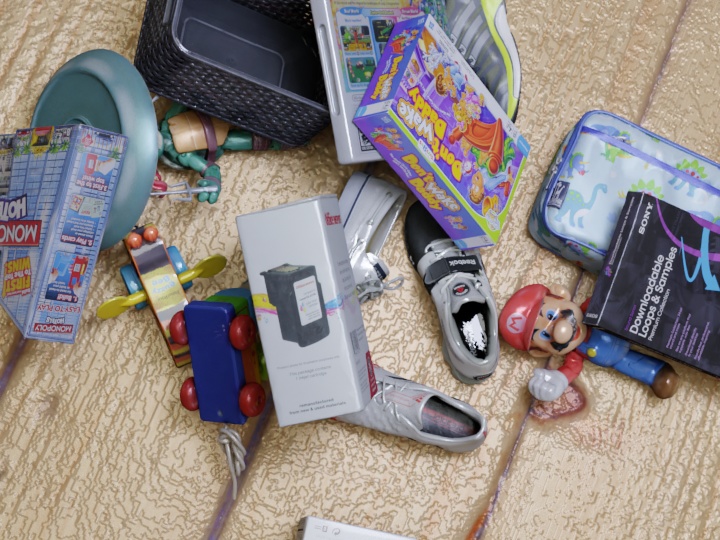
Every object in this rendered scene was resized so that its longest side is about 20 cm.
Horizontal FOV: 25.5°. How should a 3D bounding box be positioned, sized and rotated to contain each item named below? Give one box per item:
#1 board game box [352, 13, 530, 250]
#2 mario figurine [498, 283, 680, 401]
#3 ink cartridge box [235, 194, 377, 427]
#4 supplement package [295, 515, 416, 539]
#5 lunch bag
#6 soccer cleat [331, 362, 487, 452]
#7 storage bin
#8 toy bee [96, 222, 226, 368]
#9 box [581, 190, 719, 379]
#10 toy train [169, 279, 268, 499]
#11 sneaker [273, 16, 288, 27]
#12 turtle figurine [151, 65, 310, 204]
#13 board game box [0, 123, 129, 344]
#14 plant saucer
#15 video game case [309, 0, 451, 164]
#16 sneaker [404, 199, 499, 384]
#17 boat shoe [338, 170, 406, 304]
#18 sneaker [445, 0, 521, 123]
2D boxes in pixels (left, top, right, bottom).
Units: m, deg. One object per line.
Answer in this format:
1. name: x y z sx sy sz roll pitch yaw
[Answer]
1. board game box: 0.085 -0.135 1.580 0.200 0.045 0.135 47 50 -34
2. mario figurine: 0.238 0.072 1.615 0.200 0.106 0.124 14 58 -9
3. ink cartridge box: -0.048 0.034 1.501 0.083 0.146 0.200 -12 91 7
4. supplement package: -0.023 0.347 1.535 0.109 0.114 0.200 12 80 -3
5. lunch bag: 0.288 -0.068 1.664 0.200 0.082 0.161 27 75 -2
6. soccer cleat: 0.035 0.133 1.594 0.200 0.085 0.069 20 78 -3
7. storage bin: -0.107 -0.223 1.561 0.200 0.094 0.135 20 63 -26
8. toy bee: -0.213 0.001 1.578 0.200 0.109 0.131 44 79 2
9. box: 0.332 0.021 1.598 0.200 0.036 0.143 21 85 -20
10. toy train: -0.115 0.112 1.578 0.085 0.116 0.200 3 111 27
11. sneaker: -0.077 -0.316 1.660 0.076 0.088 0.200 24 78 -2
12. turtle figurine: -0.158 -0.146 1.616 0.200 0.101 0.150 -19 97 -25
13. board game box: -0.317 -0.033 1.526 0.062 0.200 0.200 12 82 -46
14. plant saucer: -0.271 -0.118 1.560 0.027 0.200 0.200 0 77 -46
15. video game case: 0.031 -0.203 1.584 0.200 0.024 0.182 -11 91 -50
16. sneaker: 0.102 0.013 1.624 0.074 0.089 0.200 -19 81 -8
17. boat shoe: 0.001 0.001 1.617 0.086 0.075 0.202 18 71 14
18. sneaker: 0.122 -0.236 1.686 0.081 0.074 0.200 -13 76 1
